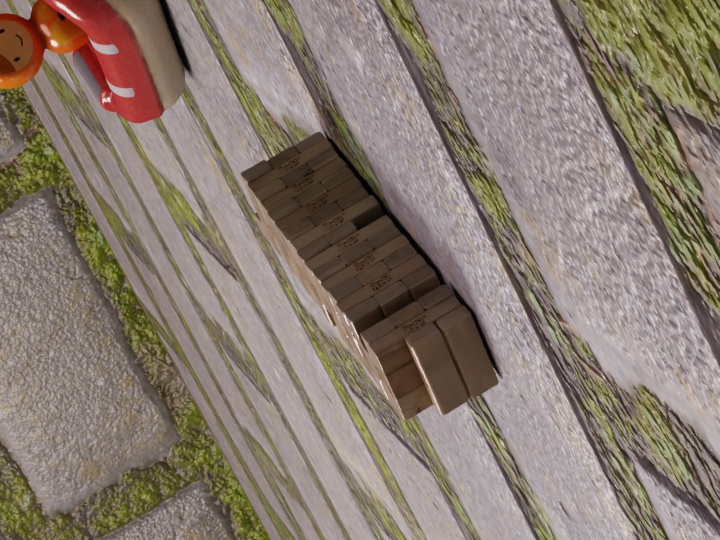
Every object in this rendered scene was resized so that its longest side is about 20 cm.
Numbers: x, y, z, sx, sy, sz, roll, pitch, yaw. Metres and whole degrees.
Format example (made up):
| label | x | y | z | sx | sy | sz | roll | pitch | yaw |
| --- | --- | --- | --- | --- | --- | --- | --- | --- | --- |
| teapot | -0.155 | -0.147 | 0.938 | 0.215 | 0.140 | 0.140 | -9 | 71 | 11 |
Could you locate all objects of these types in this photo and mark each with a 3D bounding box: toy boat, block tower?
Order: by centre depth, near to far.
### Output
| label | x | y | z | sx | sy | sz | roll | pitch | yaw |
| --- | --- | --- | --- | --- | --- | --- | --- | --- | --- |
| block tower | 0.000 | 0.000 | 1.520 | 0.200 | 0.054 | 0.058 | 51 | 167 | 49 |
| toy boat | -0.209 | -0.171 | 1.950 | 0.131 | 0.131 | 0.200 | 55 | 171 | 30 |
